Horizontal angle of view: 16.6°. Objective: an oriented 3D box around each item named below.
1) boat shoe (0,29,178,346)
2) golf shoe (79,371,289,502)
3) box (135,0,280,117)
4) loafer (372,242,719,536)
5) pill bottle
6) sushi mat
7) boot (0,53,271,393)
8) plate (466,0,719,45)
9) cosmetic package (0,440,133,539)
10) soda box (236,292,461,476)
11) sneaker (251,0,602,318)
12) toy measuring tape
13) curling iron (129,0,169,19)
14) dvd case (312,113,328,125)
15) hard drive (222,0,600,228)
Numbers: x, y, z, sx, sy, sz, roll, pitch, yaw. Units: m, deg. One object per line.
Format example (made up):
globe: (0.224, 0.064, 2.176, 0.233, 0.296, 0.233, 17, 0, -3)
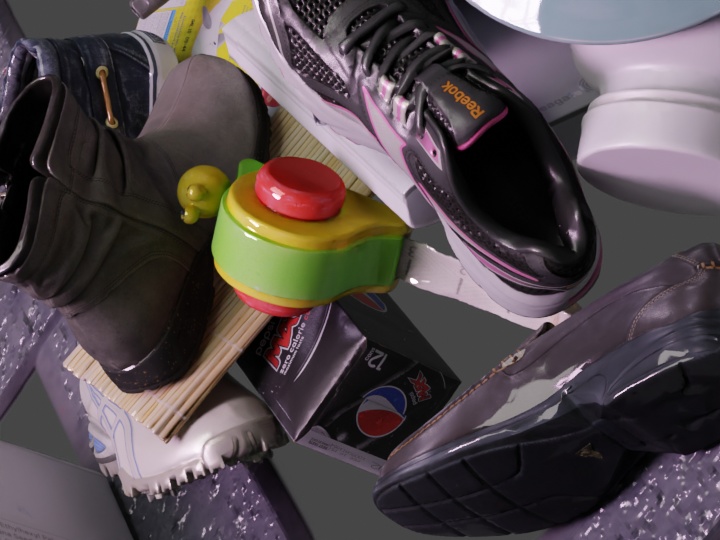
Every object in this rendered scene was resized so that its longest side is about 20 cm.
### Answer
boat shoe: (-0.155, -0.031, 1.344, 0.071, 0.091, 0.201, 14, 104, 52)
golf shoe: (-0.102, 0.056, 1.227, 0.200, 0.078, 0.098, 6, 114, 65)
box: (-0.055, -0.122, 1.348, 0.200, 0.048, 0.118, 2, 73, 54)
loafer: (0.090, 0.057, 1.066, 0.200, 0.073, 0.072, -26, 43, 29)
pill bottle: (0.149, -0.131, 1.051, 0.109, 0.109, 0.201, -6, 66, 49)
sushi mat: (-0.057, -0.011, 1.197, 0.200, 0.012, 0.096, -50, 41, -11)
boot: (-0.112, -0.053, 1.165, 0.068, 0.131, 0.200, -12, 48, 31)
plate: (0.107, -0.189, 1.013, 0.199, 0.026, 0.201, -6, 70, 18)
cosmetic package: (-0.210, 0.204, 1.268, 0.165, 0.165, 0.200, -51, 40, 19)
soda box: (-0.033, 0.017, 1.226, 0.063, 0.071, 0.200, -55, 39, 12)
sneaker: (0.037, -0.072, 1.038, 0.080, 0.200, 0.086, -45, -1, -8)
toy measuring tape: (0.000, 0.000, 1.117, 0.200, 0.074, 0.074, 24, 90, 16)
curling iron: (-0.056, -0.212, 1.361, 0.050, 0.026, 0.200, 34, 79, 31)
dvd case: (-0.030, -0.188, 1.129, 0.022, 0.201, 0.146, -8, 34, 4)
hard drive: (0.033, -0.096, 1.178, 0.132, 0.026, 0.200, -25, 36, -16)
